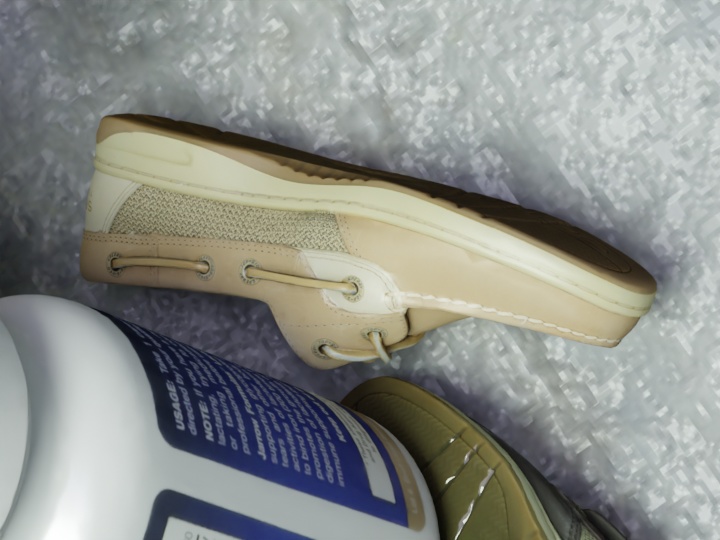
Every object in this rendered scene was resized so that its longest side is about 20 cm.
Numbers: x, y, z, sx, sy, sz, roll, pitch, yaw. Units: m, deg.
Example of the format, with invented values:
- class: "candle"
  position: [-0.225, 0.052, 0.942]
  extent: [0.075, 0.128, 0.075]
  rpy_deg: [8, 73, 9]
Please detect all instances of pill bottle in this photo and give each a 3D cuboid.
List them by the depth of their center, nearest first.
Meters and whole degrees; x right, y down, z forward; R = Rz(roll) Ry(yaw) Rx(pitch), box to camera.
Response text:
- class: "pill bottle"
  position: [-0.077, 0.073, 0.843]
  extent: [0.116, 0.200, 0.116]
  rpy_deg: [-16, 63, 35]

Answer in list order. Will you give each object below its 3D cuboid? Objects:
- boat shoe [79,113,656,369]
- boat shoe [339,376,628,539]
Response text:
- class: "boat shoe"
  position: [0.000, 0.000, 0.931]
  extent: [0.200, 0.071, 0.065]
  rpy_deg: [16, 96, 26]
- class: "boat shoe"
  position: [0.060, 0.111, 0.900]
  extent: [0.201, 0.066, 0.072]
  rpy_deg: [45, 105, 36]
